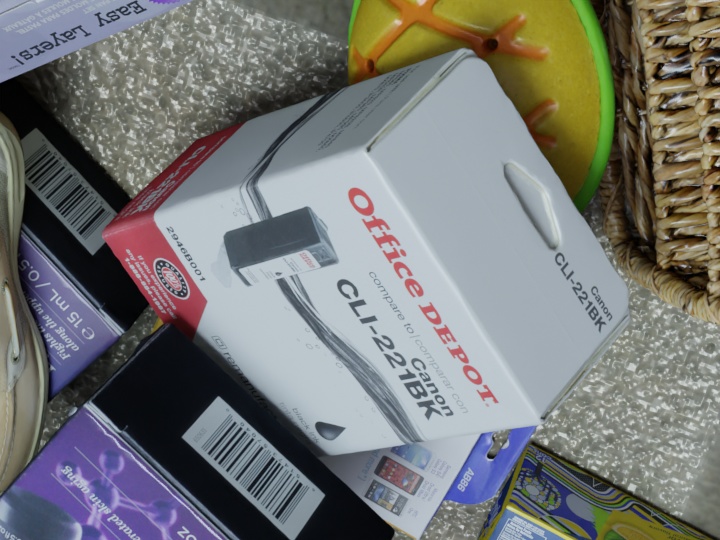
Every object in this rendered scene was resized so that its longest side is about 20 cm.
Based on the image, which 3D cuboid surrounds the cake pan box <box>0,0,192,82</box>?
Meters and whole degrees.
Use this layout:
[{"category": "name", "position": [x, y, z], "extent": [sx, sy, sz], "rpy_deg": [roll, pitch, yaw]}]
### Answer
[{"category": "cake pan box", "position": [-0.159, -0.181, 0.946], "extent": [0.199, 0.052, 0.185], "rpy_deg": [-21, 62, 20]}]

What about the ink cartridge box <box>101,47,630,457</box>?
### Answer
[{"category": "ink cartridge box", "position": [0.000, 0.000, 0.925], "extent": [0.199, 0.084, 0.145], "rpy_deg": [-14, 115, 49]}]

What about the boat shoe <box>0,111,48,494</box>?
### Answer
[{"category": "boat shoe", "position": [-0.191, 0.023, 0.972], "extent": [0.072, 0.065, 0.201], "rpy_deg": [7, 113, 11]}]

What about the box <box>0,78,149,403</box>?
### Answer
[{"category": "box", "position": [-0.217, 0.018, 1.070], "extent": [0.148, 0.104, 0.200], "rpy_deg": [46, 114, -7]}]

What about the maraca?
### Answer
[{"category": "maraca", "position": [0.049, -0.107, 0.951], "extent": [0.136, 0.107, 0.201], "rpy_deg": [-8, 101, 31]}]

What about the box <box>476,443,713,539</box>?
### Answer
[{"category": "box", "position": [0.155, 0.172, 1.055], "extent": [0.199, 0.070, 0.065], "rpy_deg": [28, 117, 2]}]

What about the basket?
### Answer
[{"category": "basket", "position": [0.163, -0.077, 0.913], "extent": [0.148, 0.143, 0.201], "rpy_deg": [-2, 111, 14]}]

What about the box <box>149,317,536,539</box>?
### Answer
[{"category": "box", "position": [-0.007, 0.051, 1.065], "extent": [0.199, 0.041, 0.120], "rpy_deg": [30, 115, 4]}]

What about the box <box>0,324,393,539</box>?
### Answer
[{"category": "box", "position": [-0.108, 0.152, 0.943], "extent": [0.148, 0.104, 0.200], "rpy_deg": [42, 114, -1]}]
